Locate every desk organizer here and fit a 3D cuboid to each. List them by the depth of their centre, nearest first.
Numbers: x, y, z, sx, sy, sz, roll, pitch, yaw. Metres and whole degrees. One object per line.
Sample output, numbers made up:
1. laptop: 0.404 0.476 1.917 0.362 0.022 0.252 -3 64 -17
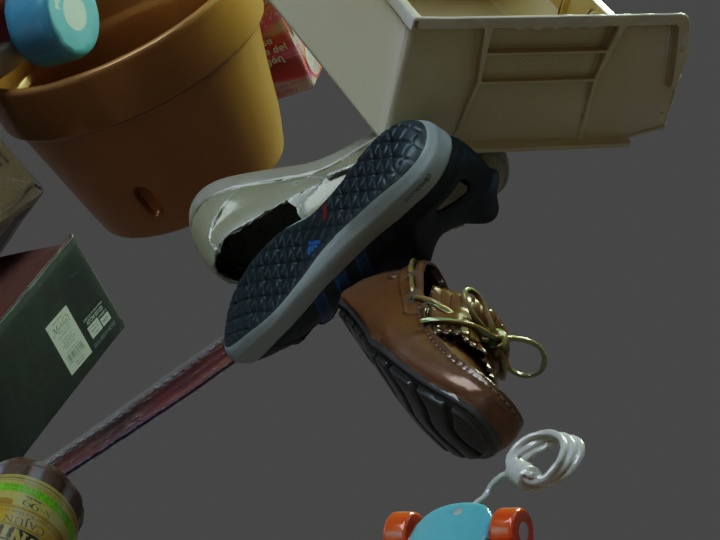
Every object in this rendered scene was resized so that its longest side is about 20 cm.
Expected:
1. desk organizer: -0.231 0.068 1.556 0.077 0.072 0.200 -11 29 34

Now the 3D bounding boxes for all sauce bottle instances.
1. sauce bottle: -0.195 0.176 1.323 0.065 0.065 0.200 -16 28 20

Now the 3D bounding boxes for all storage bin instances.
1. storage bin: 0.067 -0.161 1.550 0.198 0.094 0.200 -4 35 -27

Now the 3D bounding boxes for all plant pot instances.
1. plant pot: -0.141 -0.116 1.743 0.200 0.140 0.200 -21 26 11

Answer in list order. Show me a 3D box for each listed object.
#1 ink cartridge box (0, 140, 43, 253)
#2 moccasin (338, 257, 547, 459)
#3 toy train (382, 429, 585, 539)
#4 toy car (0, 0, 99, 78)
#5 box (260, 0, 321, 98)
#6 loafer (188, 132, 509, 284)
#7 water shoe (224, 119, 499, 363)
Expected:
1. ink cartridge box: -0.318 -0.067 1.662 0.075 0.200 0.165 -40 -4 -40
2. moccasin: 0.048 0.041 1.356 0.078 0.074 0.201 -35 16 -1
3. toy train: 0.082 0.153 1.126 0.150 0.056 0.200 -26 28 -4
4. toy car: -0.270 -0.232 1.686 0.184 0.200 0.177 -10 29 31
5. box: -0.128 -0.169 1.884 0.200 0.095 0.103 -14 26 23
6. loafer: -0.006 -0.031 1.538 0.200 0.076 0.068 -16 37 13
7. water shoe: 0.000 0.000 1.472 0.200 0.079 0.072 -43 29 33
